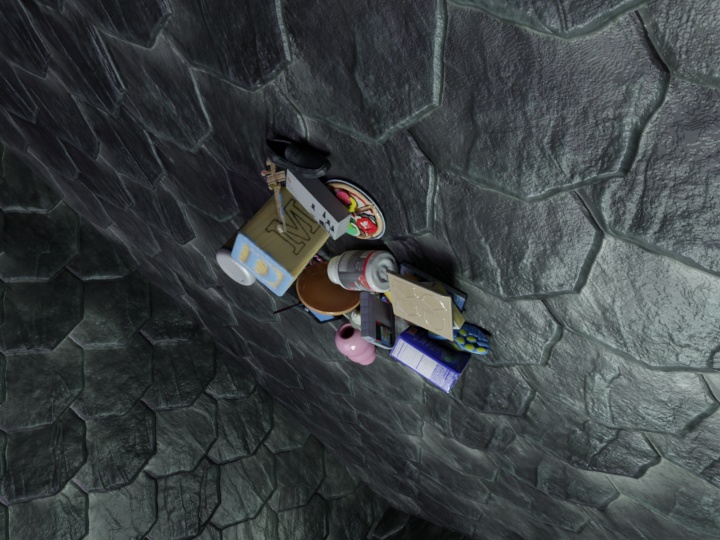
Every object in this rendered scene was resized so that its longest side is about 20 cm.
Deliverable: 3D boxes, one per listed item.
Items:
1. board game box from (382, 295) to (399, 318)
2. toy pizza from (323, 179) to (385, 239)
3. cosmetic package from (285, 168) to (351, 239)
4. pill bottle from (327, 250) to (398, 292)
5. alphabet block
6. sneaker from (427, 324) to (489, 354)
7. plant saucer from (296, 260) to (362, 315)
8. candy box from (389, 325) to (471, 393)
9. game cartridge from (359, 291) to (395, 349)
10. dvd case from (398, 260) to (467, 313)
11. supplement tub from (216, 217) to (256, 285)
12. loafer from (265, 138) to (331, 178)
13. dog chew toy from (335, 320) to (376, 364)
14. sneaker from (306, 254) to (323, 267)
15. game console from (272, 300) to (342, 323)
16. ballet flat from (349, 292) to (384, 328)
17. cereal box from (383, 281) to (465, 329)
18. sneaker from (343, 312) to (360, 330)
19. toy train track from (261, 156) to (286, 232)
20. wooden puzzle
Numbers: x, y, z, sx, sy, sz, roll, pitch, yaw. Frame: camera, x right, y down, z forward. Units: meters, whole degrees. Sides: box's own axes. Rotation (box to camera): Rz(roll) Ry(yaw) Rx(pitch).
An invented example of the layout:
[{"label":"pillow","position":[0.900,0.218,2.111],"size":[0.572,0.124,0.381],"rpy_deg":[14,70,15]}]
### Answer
[{"label":"board game box","position":[0.077,0.107,1.794],"size":[0.103,0.020,0.199],"rpy_deg":[45,153,-14]},{"label":"toy pizza","position":[-0.025,-0.148,1.507],"size":[0.199,0.032,0.201],"rpy_deg":[29,152,17]},{"label":"cosmetic package","position":[-0.110,-0.178,1.494],"size":[0.200,0.050,0.083],"rpy_deg":[47,152,15]},{"label":"pill bottle","position":[0.000,0.000,1.620],"size":[0.199,0.111,0.111],"rpy_deg":[2,137,49]},{"label":"alphabet block","position":[-0.225,-0.080,1.675],"size":[0.196,0.201,0.195],"rpy_deg":[40,154,-4]},{"label":"sneaker","position":[0.279,0.191,1.635],"size":[0.198,0.071,0.083],"rpy_deg":[10,155,47]},{"label":"plant saucer","position":[-0.087,0.056,1.711],"size":[0.199,0.200,0.038],"rpy_deg":[28,139,19]},{"label":"candy box","position":[0.202,0.245,1.694],"size":[0.199,0.169,0.078],"rpy_deg":[32,108,15]},{"label":"game cartridge","position":[0.053,0.145,1.646],"size":[0.038,0.131,0.200],"rpy_deg":[-13,160,22]},{"label":"dvd case","position":[0.188,0.061,1.586],"size":[0.199,0.018,0.143],"rpy_deg":[29,152,16]},{"label":"supplement tub","position":[-0.333,-0.071,1.820],"size":[0.144,0.201,0.145],"rpy_deg":[29,152,17]},{"label":"loafer","position":[-0.157,-0.276,1.429],"size":[0.199,0.068,0.071],"rpy_deg":[23,159,34]},{"label":"dog chew toy","position":[-0.007,0.259,2.029],"size":[0.124,0.125,0.201],"rpy_deg":[16,154,36]},{"label":"sneaker","position":[-0.138,0.013,1.831],"size":[0.199,0.096,0.079],"rpy_deg":[29,154,21]},{"label":"game console","position":[-0.187,0.157,2.086],"size":[0.172,0.119,0.199],"rpy_deg":[45,153,-14]},{"label":"ballet flat","position":[0.010,0.110,1.744],"size":[0.067,0.064,0.201],"rpy_deg":[30,124,1]},{"label":"cereal box","position":[0.170,0.094,1.593],"size":[0.199,0.040,0.144],"rpy_deg":[-3,131,52]},{"label":"sneaker","position":[0.000,0.133,1.831],"size":[0.199,0.067,0.090],"rpy_deg":[34,159,16]},{"label":"toy train track","position":[-0.229,-0.200,1.556],"size":[0.114,0.032,0.203],"rpy_deg":[0,101,58]},{"label":"wooden puzzle","position":[0.160,0.081,1.506],"size":[0.184,0.046,0.201],"rpy_deg":[24,150,29]}]
